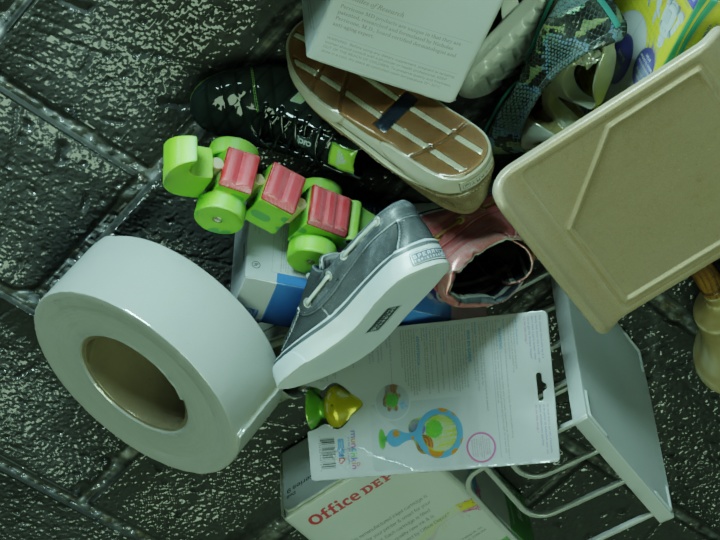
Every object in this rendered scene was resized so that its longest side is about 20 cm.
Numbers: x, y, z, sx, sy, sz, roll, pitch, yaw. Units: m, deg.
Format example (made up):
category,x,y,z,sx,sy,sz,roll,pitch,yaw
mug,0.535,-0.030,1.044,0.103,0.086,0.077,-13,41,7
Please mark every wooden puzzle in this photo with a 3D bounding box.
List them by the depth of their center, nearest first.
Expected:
category,x,y,z,sx,sy,sz,roll,pitch,yaw
wooden puzzle,0.214,-0.064,1.234,0.200,0.037,0.185,-36,129,9

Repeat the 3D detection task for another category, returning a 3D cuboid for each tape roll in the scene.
category,x,y,z,sx,sy,sz,roll,pitch,yaw
tape roll,-0.162,0.069,1.357,0.202,0.071,0.203,25,144,20

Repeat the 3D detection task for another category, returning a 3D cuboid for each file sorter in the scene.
category,x,y,z,sx,sy,sz,roll,pitch,yaw
file sorter,0.160,0.116,1.406,0.124,0.200,0.139,-28,124,21

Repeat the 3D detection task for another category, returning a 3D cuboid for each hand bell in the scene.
category,x,y,z,sx,sy,sz,roll,pitch,yaw
hand bell,0.281,0.010,1.368,0.104,0.104,0.200,-28,135,16

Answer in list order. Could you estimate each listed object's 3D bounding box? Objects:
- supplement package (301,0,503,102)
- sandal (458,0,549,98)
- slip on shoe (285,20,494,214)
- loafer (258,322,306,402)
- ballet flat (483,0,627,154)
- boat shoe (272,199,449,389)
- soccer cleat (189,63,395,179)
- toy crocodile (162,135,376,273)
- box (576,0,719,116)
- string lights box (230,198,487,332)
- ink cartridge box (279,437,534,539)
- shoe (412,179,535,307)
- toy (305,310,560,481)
category,x,y,z,sx,sy,sz,roll,pitch,yaw
supplement package,0.047,-0.241,1.178,0.117,0.117,0.200,16,125,-15
sandal,0.132,-0.210,1.246,0.203,0.082,0.050,-46,75,18
slip on shoe,0.021,-0.114,1.245,0.076,0.200,0.061,-45,153,-15
loafer,-0.075,0.081,1.438,0.200,0.070,0.070,-37,121,21
ballet flat,0.145,-0.132,1.258,0.074,0.074,0.200,6,149,-9
boat shoe,-0.011,0.019,1.262,0.072,0.068,0.200,-10,155,-39
soccer cleat,-0.031,-0.110,1.292,0.199,0.081,0.068,8,126,-10
toy crocodile,-0.061,-0.052,1.278,0.200,0.068,0.062,23,148,-20
box,0.208,-0.144,1.262,0.048,0.117,0.200,9,126,-19
string lights box,0.000,0.000,1.357,0.200,0.103,0.059,12,141,-13
ink cartridge box,0.043,0.214,1.536,0.145,0.088,0.200,-34,124,19
shoe,0.113,-0.023,1.309,0.200,0.091,0.072,-15,124,-35
toy,0.056,0.100,1.323,0.199,0.115,0.047,-6,173,14
